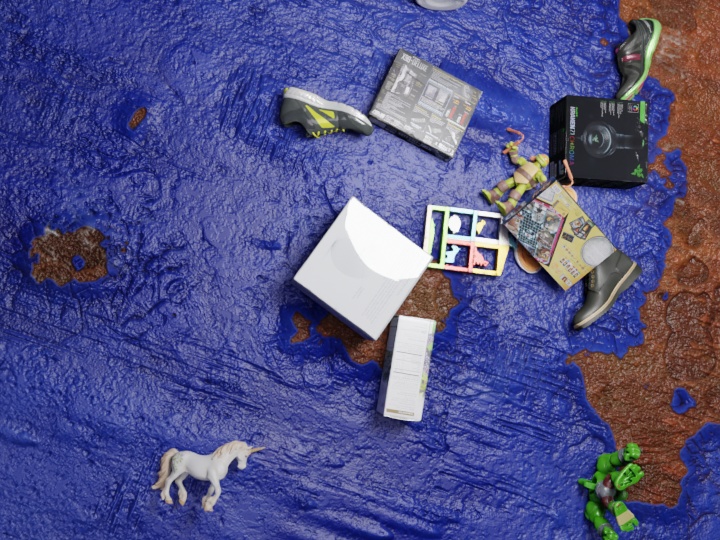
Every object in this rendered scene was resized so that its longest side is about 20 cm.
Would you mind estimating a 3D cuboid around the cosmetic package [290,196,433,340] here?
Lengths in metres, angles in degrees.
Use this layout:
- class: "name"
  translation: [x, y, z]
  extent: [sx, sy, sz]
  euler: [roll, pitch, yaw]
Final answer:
- class: "cosmetic package"
  translation: [0.000, 0.000, 1.546]
  extent: [0.199, 0.123, 0.200]
  euler: [37, 82, -3]

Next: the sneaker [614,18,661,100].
- class: "sneaker"
  translation: [0.584, -0.452, 1.697]
  extent: [0.083, 0.077, 0.202]
  euler: [18, 80, 11]

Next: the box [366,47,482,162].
- class: "box"
  translation: [0.132, -0.342, 1.625]
  extent: [0.199, 0.050, 0.159]
  euler: [25, 83, -6]

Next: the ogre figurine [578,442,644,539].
- class: "ogre figurine"
  translation: [0.509, 0.447, 1.594]
  extent: [0.097, 0.120, 0.202]
  euler: [-2, 88, -13]

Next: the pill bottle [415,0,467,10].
- class: "pill bottle"
  translation: [0.173, -0.655, 1.619]
  extent: [0.113, 0.114, 0.202]
  euler: [5, 86, -8]

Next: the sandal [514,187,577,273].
- class: "sandal"
  translation: [0.394, -0.093, 1.642]
  extent: [0.079, 0.059, 0.208]
  euler: [32, 83, -5]

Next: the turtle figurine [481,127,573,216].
- class: "turtle figurine"
  translation: [0.331, -0.196, 1.631]
  extent: [0.161, 0.064, 0.200]
  euler: [-41, 61, 1]

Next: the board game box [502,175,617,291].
- class: "board game box"
  translation: [0.401, -0.073, 1.582]
  extent: [0.135, 0.035, 0.200]
  euler: [-40, 106, 17]

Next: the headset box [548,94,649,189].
- class: "headset box"
  translation: [0.508, -0.267, 1.654]
  extent: [0.198, 0.093, 0.176]
  euler: [4, 86, -9]

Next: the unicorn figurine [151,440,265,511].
- class: "unicorn figurine"
  translation: [-0.294, 0.386, 1.499]
  extent: [0.198, 0.074, 0.139]
  euler: [12, 74, -2]

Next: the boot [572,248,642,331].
- class: "boot"
  translation: [0.479, 0.017, 1.648]
  extent: [0.138, 0.077, 0.200]
  euler: [46, 69, 2]

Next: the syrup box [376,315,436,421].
- class: "syrup box"
  translation: [0.091, 0.194, 1.569]
  extent: [0.081, 0.079, 0.202]
  euler: [9, 85, -8]

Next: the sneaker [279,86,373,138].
- class: "sneaker"
  translation: [-0.072, -0.301, 1.588]
  extent: [0.198, 0.074, 0.085]
  euler: [20, 89, 2]

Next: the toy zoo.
- class: "toy zoo"
  translation: [0.229, -0.060, 1.629]
  extent: [0.198, 0.020, 0.133]
  euler: [7, 86, -4]
